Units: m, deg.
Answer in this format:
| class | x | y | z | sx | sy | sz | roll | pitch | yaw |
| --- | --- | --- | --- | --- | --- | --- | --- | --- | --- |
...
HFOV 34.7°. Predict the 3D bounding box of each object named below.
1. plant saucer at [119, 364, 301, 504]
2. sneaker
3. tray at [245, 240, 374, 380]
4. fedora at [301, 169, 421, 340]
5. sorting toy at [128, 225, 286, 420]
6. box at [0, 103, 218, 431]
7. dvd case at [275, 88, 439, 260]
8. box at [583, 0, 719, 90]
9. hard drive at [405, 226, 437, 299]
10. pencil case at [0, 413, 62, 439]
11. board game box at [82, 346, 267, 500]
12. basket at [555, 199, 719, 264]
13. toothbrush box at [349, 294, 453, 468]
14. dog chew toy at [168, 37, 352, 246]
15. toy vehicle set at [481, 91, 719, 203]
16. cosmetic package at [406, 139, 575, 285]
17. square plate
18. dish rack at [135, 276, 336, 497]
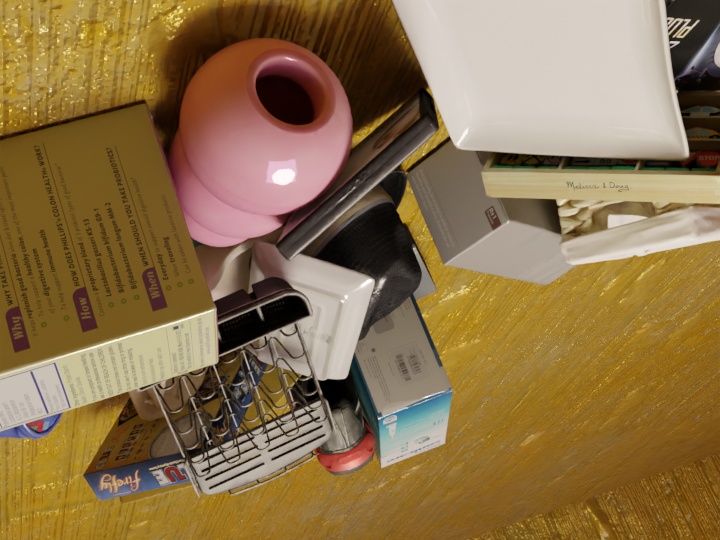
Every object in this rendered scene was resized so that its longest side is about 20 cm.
| class | x | y | z | sx | sy | sz | roll | pitch | yaw |
| --- | --- | --- | --- | --- | --- | --- | --- | --- | --- |
| plant saucer | -0.163 | 0.150 | 1.226 | 0.199 | 0.049 | 0.200 | -24 | -161 | 47 |
| sneaker | -0.043 | 0.131 | 1.251 | 0.070 | 0.201 | 0.099 | -22 | 121 | -8 |
| tray | -0.053 | 0.047 | 1.026 | 0.106 | 0.022 | 0.201 | 17 | 150 | 1 |
| fedora | 0.000 | 0.000 | 1.065 | 0.200 | 0.092 | 0.201 | -41 | 167 | -11 |
| sorting toy | -0.136 | 0.019 | 1.053 | 0.179 | 0.107 | 0.201 | -23 | 154 | -26 |
| box | -0.220 | 0.001 | 0.821 | 0.198 | 0.177 | 0.097 | -17 | 156 | -15 |
| dvd case | 0.001 | -0.080 | 0.887 | 0.142 | 0.018 | 0.200 | -41 | -171 | 11 |
| box | 0.274 | -0.225 | 0.908 | 0.198 | 0.087 | 0.164 | -6 | 152 | -35 |
| hard drive | -0.022 | 0.030 | 1.249 | 0.198 | 0.033 | 0.140 | -25 | 157 | 4 |
| pencil case | -0.347 | 0.097 | 0.963 | 0.197 | 0.088 | 0.078 | -1 | -169 | 15 |
| board game box | -0.171 | 0.133 | 1.127 | 0.134 | 0.201 | 0.035 | -15 | 117 | 24 |
| basket | 0.279 | -0.080 | 1.105 | 0.134 | 0.125 | 0.199 | -12 | 177 | 33 |
| toothbrush box | 0.033 | 0.109 | 1.241 | 0.084 | 0.148 | 0.201 | -19 | 156 | -7 |
| dog chew toy | -0.086 | -0.081 | 0.852 | 0.123 | 0.126 | 0.200 | -9 | 161 | -30 |
| toy vehicle set | 0.214 | -0.105 | 0.965 | 0.198 | 0.125 | 0.027 | 3 | 130 | 27 |
| cosmetic package | 0.144 | -0.057 | 1.125 | 0.090 | 0.108 | 0.199 | -36 | 152 | 31 |
| square plate | 0.139 | -0.153 | 0.862 | 0.196 | 0.029 | 0.200 | 7 | 152 | 26 |
| dish rack | -0.098 | 0.109 | 0.968 | 0.152 | 0.055 | 0.202 | -22 | 124 | -9 |
